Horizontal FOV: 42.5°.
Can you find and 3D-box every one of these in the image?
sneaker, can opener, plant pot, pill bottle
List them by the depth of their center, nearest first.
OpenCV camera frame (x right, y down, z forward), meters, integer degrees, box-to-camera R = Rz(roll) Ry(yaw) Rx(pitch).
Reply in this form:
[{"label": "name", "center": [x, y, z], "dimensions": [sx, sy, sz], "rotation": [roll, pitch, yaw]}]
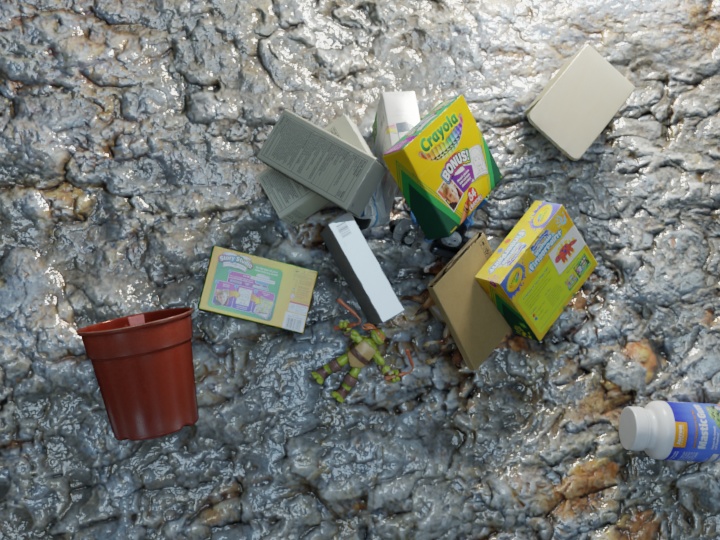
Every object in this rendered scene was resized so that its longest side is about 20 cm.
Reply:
[{"label": "plant pot", "center": [-0.368, 0.179, 1.595], "dimensions": [0.200, 0.201, 0.196], "rotation": [-11, 95, -9]}, {"label": "sneaker", "center": [0.006, -0.167, 1.740], "dimensions": [0.087, 0.075, 0.201], "rotation": [2, 69, -48]}, {"label": "can opener", "center": [0.153, -0.060, 1.749], "dimensions": [0.199, 0.067, 0.053], "rotation": [19, 126, -13]}, {"label": "pill bottle", "center": [0.603, 0.306, 1.765], "dimensions": [0.199, 0.112, 0.113], "rotation": [4, 85, -9]}]

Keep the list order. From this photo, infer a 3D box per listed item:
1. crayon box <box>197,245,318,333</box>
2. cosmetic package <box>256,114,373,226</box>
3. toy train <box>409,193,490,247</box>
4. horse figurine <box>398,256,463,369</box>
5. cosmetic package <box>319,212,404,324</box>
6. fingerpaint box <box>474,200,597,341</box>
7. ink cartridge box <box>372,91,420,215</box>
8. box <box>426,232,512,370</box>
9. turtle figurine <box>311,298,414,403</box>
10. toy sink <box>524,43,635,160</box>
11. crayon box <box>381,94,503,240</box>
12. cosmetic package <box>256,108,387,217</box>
[{"label": "crayon box", "center": [-0.187, 0.036, 1.692], "dimensions": [0.199, 0.058, 0.119], "rotation": [14, 83, -7]}, {"label": "cosmetic package", "center": [-0.075, -0.179, 1.677], "dimensions": [0.200, 0.071, 0.105], "rotation": [-31, 72, 10]}, {"label": "toy train", "center": [0.172, -0.131, 1.713], "dimensions": [0.114, 0.087, 0.200], "rotation": [35, 55, -13]}, {"label": "horse figurine", "center": [0.148, 0.089, 1.738], "dimensions": [0.132, 0.050, 0.200], "rotation": [-30, 83, -26]}, {"label": "cosmetic package", "center": [0.000, 0.000, 1.677], "dimensions": [0.052, 0.151, 0.200], "rotation": [-29, 91, -11]}, {"label": "fingerpaint box", "center": [0.329, 0.000, 1.723], "dimensions": [0.200, 0.073, 0.167], "rotation": [-50, 123, -16]}, {"label": "ink cartridge box", "center": [0.074, -0.212, 1.689], "dimensions": [0.067, 0.117, 0.201], "rotation": [-3, 64, -11]}, {"label": "box", "center": [0.213, 0.057, 1.703], "dimensions": [0.163, 0.021, 0.200], "rotation": [-45, 121, -29]}, {"label": "turtle figurine", "center": [-0.013, 0.153, 1.698], "dimensions": [0.161, 0.064, 0.200], "rotation": [-44, 108, 6]}, {"label": "toy sink", "center": [0.405, -0.308, 1.783], "dimensions": [0.130, 0.112, 0.200], "rotation": [40, 76, -4]}, {"label": "crayon box", "center": [0.147, -0.180, 1.604], "dimensions": [0.200, 0.058, 0.173], "rotation": [-46, 116, -38]}, {"label": "cosmetic package", "center": [-0.067, -0.185, 1.598], "dimensions": [0.200, 0.073, 0.104], "rotation": [32, 91, 20]}]
